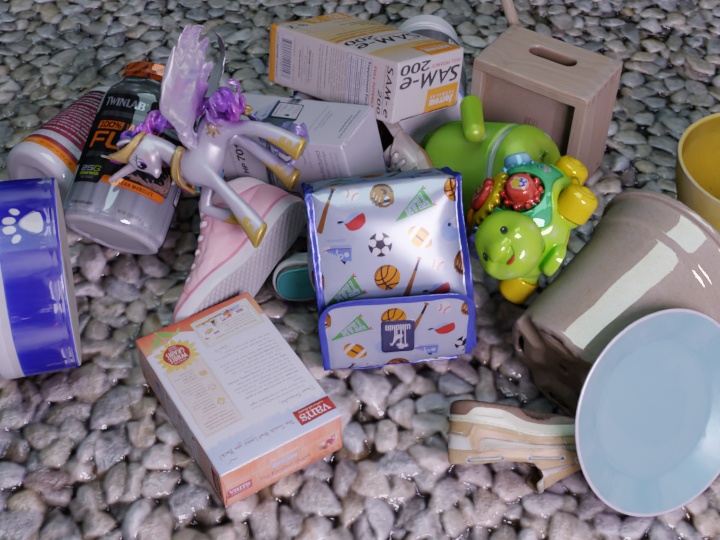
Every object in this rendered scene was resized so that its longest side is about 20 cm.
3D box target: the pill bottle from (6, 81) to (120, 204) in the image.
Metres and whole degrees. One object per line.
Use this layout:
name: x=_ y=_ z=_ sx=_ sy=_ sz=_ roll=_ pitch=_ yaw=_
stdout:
pill bottle: x=-0.330 y=-0.156 z=1.307 sx=0.113 sy=0.113 sz=0.200 roll=23 pitch=49 yaw=21

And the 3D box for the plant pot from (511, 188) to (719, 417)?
plant pot: x=0.263 y=0.051 z=1.072 sx=0.183 sy=0.201 sz=0.200 roll=-37 pitch=55 yaw=-19

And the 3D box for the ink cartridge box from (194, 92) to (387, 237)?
ink cartridge box: x=-0.074 y=-0.119 z=1.224 sx=0.199 sy=0.147 sz=0.086 roll=9 pitch=45 yaw=26

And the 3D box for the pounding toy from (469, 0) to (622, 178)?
pounding toy: x=0.222 y=-0.230 z=1.344 sx=0.199 sy=0.185 sz=0.142 roll=26 pitch=49 yaw=24

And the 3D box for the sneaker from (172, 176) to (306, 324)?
sneaker: x=-0.156 y=-0.020 z=1.171 sx=0.104 sy=0.075 sz=0.200 roll=33 pitch=77 yaw=27

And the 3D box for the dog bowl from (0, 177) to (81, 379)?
dog bowl: x=-0.338 y=0.006 z=1.078 sx=0.078 sy=0.201 sz=0.201 roll=-8 pitch=45 yaw=-13

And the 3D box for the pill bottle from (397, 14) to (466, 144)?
pill bottle: x=0.086 y=-0.255 z=1.414 sx=0.113 sy=0.114 sz=0.201 roll=3 pitch=41 yaw=2

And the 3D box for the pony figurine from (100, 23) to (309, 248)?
pony figurine: x=-0.157 y=-0.145 z=1.106 sx=0.199 sy=0.194 sz=0.167 roll=27 pitch=7 yaw=6

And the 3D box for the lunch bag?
lunch bag: x=0.031 y=0.002 z=1.102 sx=0.169 sy=0.201 sz=0.124 roll=-5 pitch=11 yaw=-2

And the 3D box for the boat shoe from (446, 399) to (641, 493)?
boat shoe: x=0.179 y=0.178 z=1.019 sx=0.199 sy=0.072 sz=0.077 roll=10 pitch=78 yaw=-3

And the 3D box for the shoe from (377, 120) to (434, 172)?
shoe: x=0.030 y=-0.145 z=1.258 sx=0.053 sy=0.070 sz=0.201 roll=5 pitch=47 yaw=-39

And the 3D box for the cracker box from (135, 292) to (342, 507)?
cracker box: x=-0.124 y=0.124 z=1.064 sx=0.133 sy=0.058 sz=0.200 roll=-23 pitch=48 yaw=-22

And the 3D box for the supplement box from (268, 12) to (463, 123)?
supplement box: x=0.004 y=-0.243 z=1.240 sx=0.199 sy=0.074 sz=0.126 roll=24 pitch=32 yaw=33

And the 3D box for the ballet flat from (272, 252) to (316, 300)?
ballet flat: x=0.000 y=0.000 z=1.197 sx=0.199 sy=0.070 sz=0.070 roll=0 pitch=44 yaw=0

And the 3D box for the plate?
plate: x=0.279 y=0.132 z=0.989 sx=0.199 sy=0.201 sz=0.026 roll=-19 pitch=18 yaw=-19

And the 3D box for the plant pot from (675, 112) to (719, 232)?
plant pot: x=0.452 y=-0.069 z=1.214 sx=0.199 sy=0.142 sz=0.201 roll=1 pitch=45 yaw=-1

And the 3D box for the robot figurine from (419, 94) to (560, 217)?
robot figurine: x=0.152 y=-0.118 z=1.253 sx=0.199 sy=0.176 sz=0.116 roll=11 pitch=55 yaw=43

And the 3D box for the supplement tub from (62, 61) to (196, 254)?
supplement tub: x=-0.256 y=-0.129 z=1.212 sx=0.122 sy=0.123 sz=0.201 roll=12 pitch=75 yaw=11

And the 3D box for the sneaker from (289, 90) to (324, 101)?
sneaker: x=-0.029 y=-0.189 z=1.321 sx=0.072 sy=0.072 sz=0.200 roll=18 pitch=9 yaw=26

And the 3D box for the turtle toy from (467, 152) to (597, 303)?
turtle toy: x=0.164 y=-0.048 z=1.085 sx=0.101 sy=0.146 sz=0.200 roll=28 pitch=26 yaw=-9
